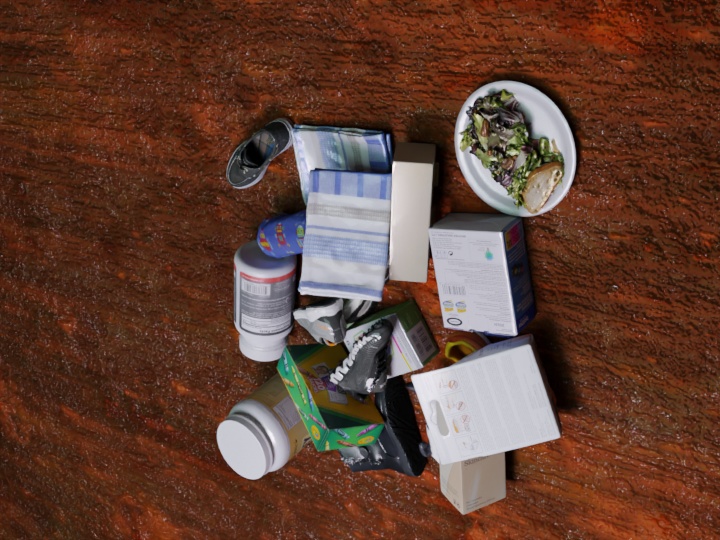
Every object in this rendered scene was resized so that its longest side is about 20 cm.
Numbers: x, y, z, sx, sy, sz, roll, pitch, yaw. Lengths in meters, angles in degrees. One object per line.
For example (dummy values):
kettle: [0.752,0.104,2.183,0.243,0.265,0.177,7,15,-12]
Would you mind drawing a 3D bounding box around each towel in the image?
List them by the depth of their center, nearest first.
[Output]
towel: [-0.024,-0.056,1.591,0.144,0.024,0.204,7,92,19]
towel: [-0.026,-0.163,1.668,0.197,0.024,0.150,9,119,36]

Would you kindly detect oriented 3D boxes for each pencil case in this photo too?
pencil case: [-0.100,-0.065,1.725,0.199,0.086,0.080,-3,97,58]

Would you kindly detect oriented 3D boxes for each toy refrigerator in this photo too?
toy refrigerator: [0.083,-0.089,1.579,0.068,0.076,0.203,4,119,6]

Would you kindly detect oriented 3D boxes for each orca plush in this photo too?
orca plush: [0.128,0.256,1.742,0.201,0.105,0.071,53,180,-29]

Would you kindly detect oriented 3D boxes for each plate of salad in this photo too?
plate of salad: [0.215,-0.169,1.456,0.198,0.048,0.203,20,125,31]

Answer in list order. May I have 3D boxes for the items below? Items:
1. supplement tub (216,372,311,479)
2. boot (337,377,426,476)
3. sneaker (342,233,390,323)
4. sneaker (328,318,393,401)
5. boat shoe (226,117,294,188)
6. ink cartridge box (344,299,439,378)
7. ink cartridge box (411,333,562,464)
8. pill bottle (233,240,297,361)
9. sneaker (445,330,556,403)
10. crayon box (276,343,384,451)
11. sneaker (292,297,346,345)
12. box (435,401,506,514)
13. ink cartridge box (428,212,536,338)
supplement tub: [-0.161,0.286,1.911,0.143,0.199,0.147,19,125,30]
boot: [0.019,0.286,1.846,0.166,0.076,0.203,-2,117,36]
sneaker: [0.000,0.000,1.717,0.089,0.076,0.201,49,132,21]
sneaker: [0.020,0.156,1.702,0.090,0.066,0.201,45,138,7]
boat shoe: [-0.186,-0.201,1.768,0.069,0.056,0.199,55,135,1]
ink cartridge box: [0.032,0.132,1.763,0.198,0.059,0.105,-22,98,44]
ink cartridge box: [0.197,0.203,1.576,0.197,0.050,0.165,-16,104,20]
pill bottle: [-0.175,0.056,1.858,0.115,0.115,0.203,24,127,27]
sneaker: [0.219,0.171,1.616,0.198,0.077,0.074,32,129,16]
crayon box: [-0.055,0.219,1.787,0.201,0.117,0.059,58,135,38]
sneaker: [-0.068,0.093,1.765,0.200,0.073,0.081,168,84,-78]
box: [0.184,0.289,1.686,0.078,0.093,0.204,39,141,56]
ink cartridge box: [0.189,0.019,1.559,0.135,0.076,0.204,5,114,37]
